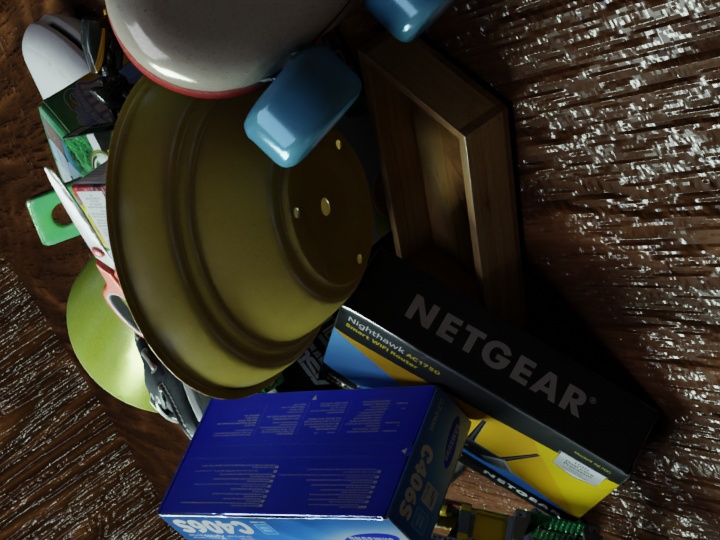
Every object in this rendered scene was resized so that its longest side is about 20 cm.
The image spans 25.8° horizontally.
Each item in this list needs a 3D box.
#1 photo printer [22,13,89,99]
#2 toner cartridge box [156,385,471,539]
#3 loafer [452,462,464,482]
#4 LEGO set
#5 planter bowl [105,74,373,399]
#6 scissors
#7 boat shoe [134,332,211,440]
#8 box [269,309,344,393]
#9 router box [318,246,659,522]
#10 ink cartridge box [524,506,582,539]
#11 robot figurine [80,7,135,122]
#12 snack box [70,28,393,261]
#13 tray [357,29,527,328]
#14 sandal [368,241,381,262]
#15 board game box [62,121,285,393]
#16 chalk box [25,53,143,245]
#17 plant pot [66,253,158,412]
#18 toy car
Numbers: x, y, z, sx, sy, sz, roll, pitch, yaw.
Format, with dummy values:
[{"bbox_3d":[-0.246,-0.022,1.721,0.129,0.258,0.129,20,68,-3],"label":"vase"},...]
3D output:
[{"bbox_3d":[-0.250,-0.150,1.529,0.166,0.069,0.201,37,155,45],"label":"photo printer"},{"bbox_3d":[-0.032,0.126,0.999,0.199,0.095,0.043,-6,140,41],"label":"toner cartridge box"},{"bbox_3d":[0.047,0.146,1.271,0.073,0.072,0.200,50,161,21],"label":"loafer"},{"bbox_3d":[0.071,0.232,1.037,0.199,0.116,0.154,18,141,-6],"label":"LEGO set"},{"bbox_3d":[-0.049,-0.031,0.892,0.083,0.201,0.201,-9,120,31],"label":"planter bowl"},{"bbox_3d":[-0.191,-0.008,1.154,0.073,0.014,0.200,2,144,40],"label":"scissors"},{"bbox_3d":[-0.140,0.089,1.257,0.076,0.060,0.200,45,-169,-26],"label":"boat shoe"},{"bbox_3d":[-0.033,0.080,1.157,0.200,0.086,0.164,52,164,13],"label":"box"},{"bbox_3d":[0.075,0.078,1.001,0.199,0.051,0.149,30,158,5],"label":"router box"},{"bbox_3d":[0.077,0.253,1.171,0.050,0.200,0.109,50,162,15],"label":"ink cartridge box"},{"bbox_3d":[-0.098,-0.128,1.067,0.058,0.145,0.200,20,150,52],"label":"robot figurine"},{"bbox_3d":[-0.067,-0.047,1.007,0.053,0.200,0.143,4,128,52],"label":"snack box"},{"bbox_3d":[0.054,-0.048,0.968,0.099,0.037,0.201,43,159,34],"label":"tray"},{"bbox_3d":[0.000,0.000,1.122,0.075,0.045,0.200,55,180,-28],"label":"sandal"},{"bbox_3d":[-0.127,-0.008,1.061,0.105,0.023,0.201,1,120,55],"label":"board game box"},{"bbox_3d":[-0.154,-0.080,1.183,0.124,0.200,0.125,46,161,25],"label":"chalk box"},{"bbox_3d":[-0.156,0.001,1.419,0.187,0.187,0.200,51,146,13],"label":"plant pot"},{"bbox_3d":[-0.056,-0.162,0.865,0.184,0.177,0.200,43,175,0],"label":"toy car"}]
